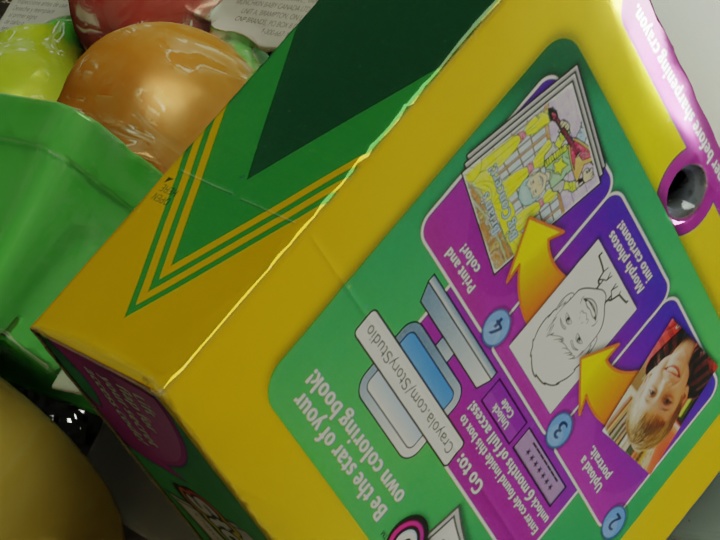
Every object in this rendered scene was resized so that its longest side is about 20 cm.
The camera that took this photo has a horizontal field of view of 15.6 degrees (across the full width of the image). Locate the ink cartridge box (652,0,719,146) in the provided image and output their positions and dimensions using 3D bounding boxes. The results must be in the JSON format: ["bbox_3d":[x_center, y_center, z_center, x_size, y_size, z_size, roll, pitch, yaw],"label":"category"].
[{"bbox_3d":[0.098,-0.038,0.904,0.200,0.057,0.163,-39,101,-30],"label":"ink cartridge box"}]

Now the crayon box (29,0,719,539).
[{"bbox_3d":[0.027,0.018,0.716,0.058,0.200,0.173,26,68,42],"label":"crayon box"}]

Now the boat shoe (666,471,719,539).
[{"bbox_3d":[0.146,0.052,0.874,0.200,0.091,0.071,-6,84,-14],"label":"boat shoe"}]

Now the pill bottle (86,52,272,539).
[{"bbox_3d":[0.000,0.000,0.811,0.116,0.116,0.200,29,89,12],"label":"pill bottle"}]

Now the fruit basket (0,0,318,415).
[{"bbox_3d":[-0.062,-0.055,0.772,0.185,0.094,0.200,12,60,52],"label":"fruit basket"}]

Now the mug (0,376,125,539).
[{"bbox_3d":[-0.158,0.101,0.739,0.149,0.187,0.153,45,59,-24],"label":"mug"}]
